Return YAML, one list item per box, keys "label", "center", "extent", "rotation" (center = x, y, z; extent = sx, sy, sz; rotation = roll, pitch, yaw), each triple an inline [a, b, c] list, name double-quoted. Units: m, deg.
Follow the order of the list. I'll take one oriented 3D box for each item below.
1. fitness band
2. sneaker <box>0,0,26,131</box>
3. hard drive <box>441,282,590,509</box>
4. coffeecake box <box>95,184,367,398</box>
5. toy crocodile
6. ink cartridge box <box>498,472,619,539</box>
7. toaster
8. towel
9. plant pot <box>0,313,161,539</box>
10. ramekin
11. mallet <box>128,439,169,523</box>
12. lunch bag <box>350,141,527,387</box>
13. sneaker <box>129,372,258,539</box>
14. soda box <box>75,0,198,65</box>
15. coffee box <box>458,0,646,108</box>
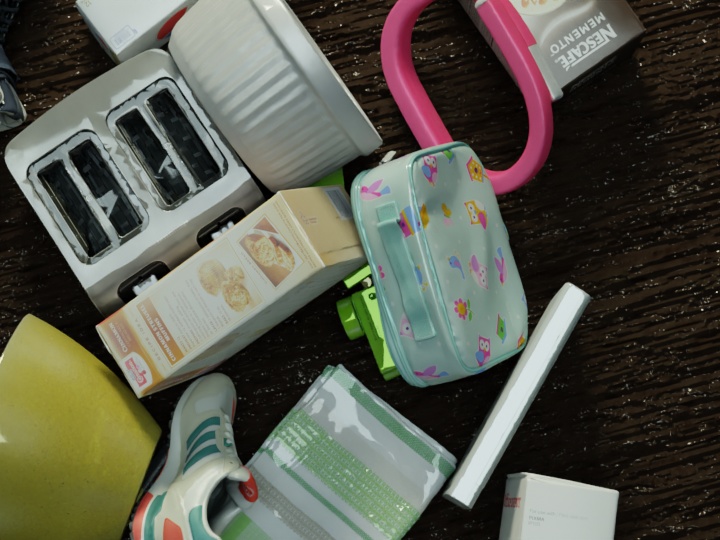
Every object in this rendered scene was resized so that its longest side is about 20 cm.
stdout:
- label: "fitness band"
  center: [0.096, -0.164, 1.402]
  extent: [0.143, 0.037, 0.202]
  rotation: [-32, 85, 38]
- label: "sneaker"
  center: [-0.319, -0.213, 1.420]
  extent: [0.202, 0.077, 0.147]
  rotation: [-40, 73, 4]
- label: "hard drive"
  center: [0.131, 0.111, 1.359]
  extent: [0.026, 0.132, 0.201]
  rotation: [30, 83, 5]
- label: "coffeecake box"
  center: [-0.099, 0.015, 1.327]
  extent: [0.199, 0.153, 0.074]
  rotation: [-35, 84, 18]
- label: "toy crocodile"
  center: [0.000, 0.000, 1.414]
  extent: [0.067, 0.062, 0.202]
  rotation: [-26, 87, 6]
- label: "ink cartridge box"
  center: [0.156, 0.277, 1.329]
  extent: [0.082, 0.147, 0.203]
  rotation: [8, 82, 0]
- label: "toaster"
  center: [-0.196, -0.080, 1.390]
  extent: [0.180, 0.119, 0.201]
  rotation: [-33, 84, -6]
- label: "towel"
  center: [-0.030, 0.193, 1.363]
  extent: [0.149, 0.031, 0.200]
  rotation: [37, 69, 16]
- label: "plant pot"
  center: [-0.249, 0.157, 1.324]
  extent: [0.141, 0.200, 0.202]
  rotation: [21, 82, -5]
- label: "ramekin"
  center: [-0.078, -0.161, 1.367]
  extent: [0.105, 0.200, 0.201]
  rotation: [-36, 84, 4]
- label: "mallet"
  center: [-0.205, 0.228, 1.391]
  extent: [0.066, 0.041, 0.200]
  rotation: [42, 80, 6]
- label: "lunch bag"
  center: [0.064, -0.009, 1.352]
  extent: [0.076, 0.160, 0.202]
  rotation: [-16, 92, 33]
- label: "sneaker"
  center: [-0.120, 0.169, 1.336]
  extent: [0.092, 0.071, 0.201]
  rotation: [-4, 40, 22]
- label: "soda box"
  center: [-0.159, -0.270, 1.440]
  extent: [0.199, 0.068, 0.064]
  rotation: [-38, 84, -6]
- label: "coffee box"
  center: [0.155, -0.258, 1.435]
  extent: [0.114, 0.080, 0.201]
  rotation: [-34, 84, -4]
